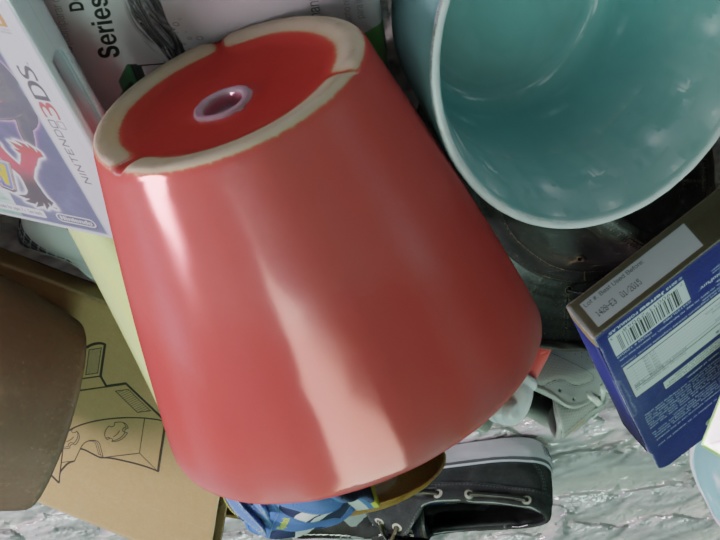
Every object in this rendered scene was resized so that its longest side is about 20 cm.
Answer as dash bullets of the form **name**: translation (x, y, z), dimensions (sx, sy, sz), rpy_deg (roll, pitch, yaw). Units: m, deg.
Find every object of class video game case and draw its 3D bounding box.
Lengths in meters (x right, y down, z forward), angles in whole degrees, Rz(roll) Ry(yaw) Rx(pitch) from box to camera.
- **video game case**: translation (-0.212, -0.093, 1.309), dimensions (0.200, 0.023, 0.182), rpy_deg (12, 146, 33)

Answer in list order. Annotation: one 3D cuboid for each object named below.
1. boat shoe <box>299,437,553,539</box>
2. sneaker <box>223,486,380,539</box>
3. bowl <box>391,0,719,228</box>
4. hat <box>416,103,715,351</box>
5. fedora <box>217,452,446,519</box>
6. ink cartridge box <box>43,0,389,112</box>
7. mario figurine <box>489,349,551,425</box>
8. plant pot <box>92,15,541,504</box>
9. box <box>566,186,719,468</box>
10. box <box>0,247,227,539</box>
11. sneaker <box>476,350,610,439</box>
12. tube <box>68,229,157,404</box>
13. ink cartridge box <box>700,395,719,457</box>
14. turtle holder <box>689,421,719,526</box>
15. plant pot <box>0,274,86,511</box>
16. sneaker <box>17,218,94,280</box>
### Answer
- **boat shoe**: translation (0.037, 0.162, 1.788), dimensions (0.199, 0.057, 0.069), rpy_deg (-11, 145, 6)
- **sneaker**: translation (-0.046, 0.115, 1.461), dimensions (0.082, 0.074, 0.200), rpy_deg (-20, 162, 6)
- **bowl**: translation (0.096, -0.132, 1.301), dimensions (0.200, 0.105, 0.201), rpy_deg (-12, 115, -27)
- **hat**: translation (0.126, -0.046, 1.395), dimensions (0.200, 0.201, 0.081), rpy_deg (13, 175, -25)
- **fedora**: translation (-0.045, 0.094, 1.630), dimensions (0.200, 0.201, 0.082), rpy_deg (-2, 106, -6)
- **ink cartridge box**: translation (-0.090, -0.143, 1.311), dimensions (0.199, 0.085, 0.146), rpy_deg (-7, 145, 1)
- **mario figurine**: translation (0.115, 0.024, 1.554), dimensions (0.199, 0.124, 0.106), rpy_deg (-11, 174, -3)
- **plant pot**: translation (-0.033, -0.013, 1.254), dimensions (0.200, 0.201, 0.178), rpy_deg (-16, 119, 14)
- **box**: translation (0.187, 0.033, 1.433), dimensions (0.121, 0.032, 0.200), rpy_deg (-38, 149, -3)
- **box**: translation (-0.166, 0.080, 1.545), dimensions (0.199, 0.021, 0.164), rpy_deg (20, 123, 13)
- **sneaker**: translation (0.148, 0.065, 1.638), dimensions (0.199, 0.092, 0.076), rpy_deg (-6, 146, -1)
- **tube**: translation (-0.121, -0.004, 1.427), dimensions (0.052, 0.058, 0.200), rpy_deg (-14, 111, 20)
- **ink cartridge box**: translation (0.284, 0.051, 1.468), dimensions (0.200, 0.067, 0.117), rpy_deg (-10, 124, -55)
- **turtle holder**: translation (0.279, 0.132, 1.719), dimensions (0.141, 0.132, 0.186), rpy_deg (12, 141, -25)
- **plant pot**: translation (-0.253, 0.061, 1.452), dimensions (0.174, 0.201, 0.200), rpy_deg (18, 139, -15)
- **sneaker**: translation (-0.101, -0.016, 1.512), dimensions (0.199, 0.077, 0.080), rpy_deg (20, 145, -21)
